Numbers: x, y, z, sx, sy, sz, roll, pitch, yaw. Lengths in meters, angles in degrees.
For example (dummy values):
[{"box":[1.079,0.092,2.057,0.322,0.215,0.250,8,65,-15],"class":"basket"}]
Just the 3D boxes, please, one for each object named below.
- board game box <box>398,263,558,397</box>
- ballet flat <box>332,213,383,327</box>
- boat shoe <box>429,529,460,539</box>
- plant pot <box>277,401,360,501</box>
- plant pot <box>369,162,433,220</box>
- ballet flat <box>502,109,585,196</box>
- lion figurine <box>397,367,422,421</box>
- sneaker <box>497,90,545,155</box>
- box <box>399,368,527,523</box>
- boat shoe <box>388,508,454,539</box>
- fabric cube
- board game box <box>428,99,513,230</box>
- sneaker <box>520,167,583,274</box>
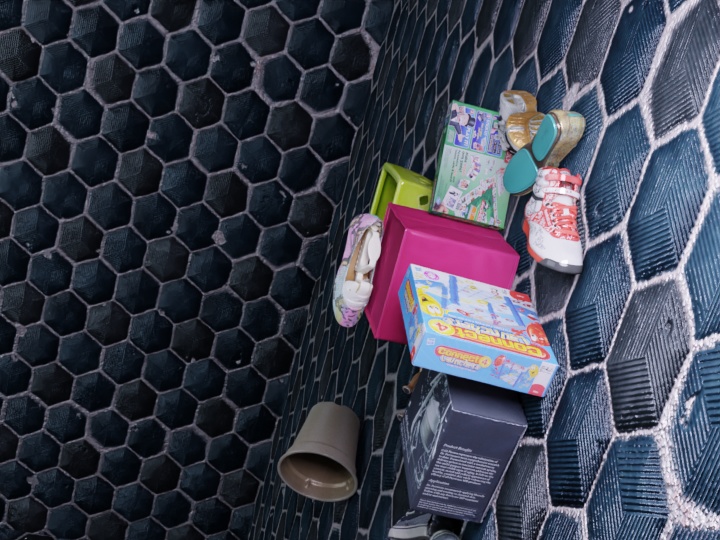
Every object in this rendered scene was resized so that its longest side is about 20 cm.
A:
[{"box":[0.163,0.082,1.363,0.196,0.199,0.056,-98,26,-62],"class":"board game box"},{"box":[0.000,0.000,1.640,0.071,0.069,0.201,6,83,60],"class":"ballet flat"},{"box":[0.114,0.504,1.468,0.062,0.072,0.201,141,146,-79],"class":"boat shoe"},{"box":[-0.083,0.433,2.341,0.201,0.199,0.184,114,176,-45],"class":"plant pot"},{"box":[0.118,-0.081,1.847,0.200,0.180,0.200,-112,37,-73],"class":"plant pot"},{"box":[0.279,-0.174,1.428,0.200,0.070,0.071,118,162,-60],"class":"ballet flat"},{"box":[0.127,0.221,1.729,0.122,0.072,0.201,-43,-21,-38],"class":"lion figurine"},{"box":[0.268,-0.222,1.569,0.200,0.075,0.088,-85,-2,-58],"class":"sneaker"},{"box":[0.151,0.239,1.459,0.200,0.123,0.198,-96,24,-60],"class":"box"},{"box":[0.111,0.417,1.617,0.200,0.074,0.093,-36,35,63],"class":"boat shoe"},{"box":[0.129,0.017,1.626,0.200,0.198,0.197,-110,33,-71],"class":"fabric cube"},{"box":[0.201,-0.183,1.656,0.029,0.134,0.201,154,129,-76],"class":"board game box"},{"box":[0.275,-0.078,1.325,0.202,0.067,0.109,-95,18,-66],"class":"sneaker"}]
